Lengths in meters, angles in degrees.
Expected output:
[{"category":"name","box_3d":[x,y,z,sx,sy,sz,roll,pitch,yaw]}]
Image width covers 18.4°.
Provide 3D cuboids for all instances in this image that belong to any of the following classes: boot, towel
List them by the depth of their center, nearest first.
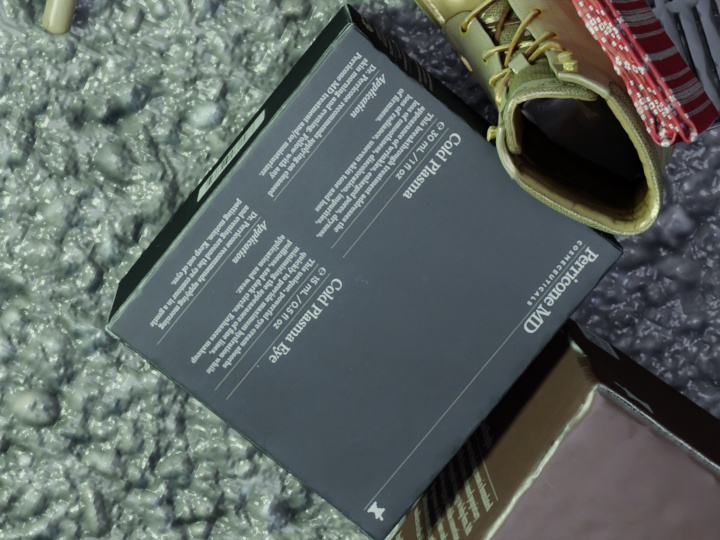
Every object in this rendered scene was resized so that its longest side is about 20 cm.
[{"category":"towel","box_3d":[0.109,-0.149,1.086,0.022,0.145,0.201,-34,89,16]},{"category":"boot","box_3d":[0.079,-0.107,1.099,0.073,0.156,0.200,-40,96,17]}]

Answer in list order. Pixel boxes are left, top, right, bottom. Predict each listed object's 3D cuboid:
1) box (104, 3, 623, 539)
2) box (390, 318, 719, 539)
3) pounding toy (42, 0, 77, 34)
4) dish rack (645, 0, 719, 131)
[{"category":"box","box_3d":[0.000,0.000,1.148,0.182,0.104,0.200,39,98,-9]},{"category":"box","box_3d":[0.118,0.160,1.156,0.164,0.166,0.201,34,99,-8]},{"category":"pounding toy","box_3d":[-0.138,-0.251,1.088,0.183,0.142,0.201,-32,91,3]},{"category":"dish rack","box_3d":[0.232,-0.161,1.152,0.198,0.055,0.155,-20,101,2]}]
